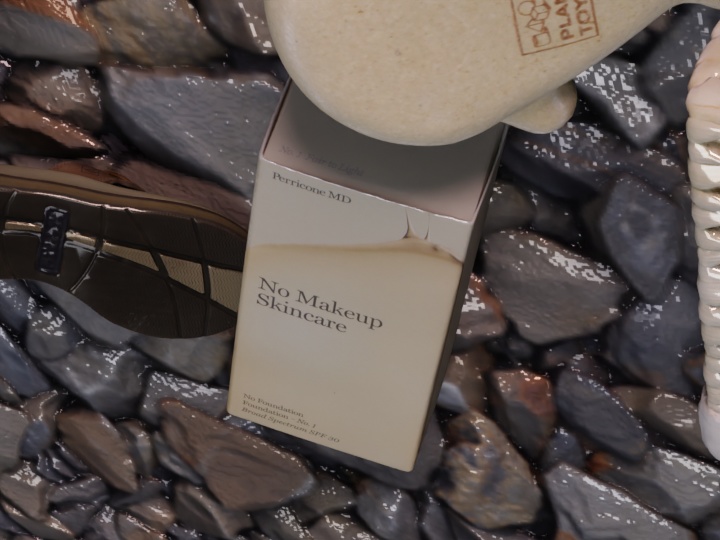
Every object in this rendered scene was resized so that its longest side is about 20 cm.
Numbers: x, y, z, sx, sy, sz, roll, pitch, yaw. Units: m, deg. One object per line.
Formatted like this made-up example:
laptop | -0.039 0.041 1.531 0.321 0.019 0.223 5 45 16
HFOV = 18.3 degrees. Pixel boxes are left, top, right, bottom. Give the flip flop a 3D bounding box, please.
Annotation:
flip flop | -0.140 -0.022 1.115 0.198 0.058 0.082 13 126 -11

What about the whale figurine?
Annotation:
whale figurine | 0.060 -0.128 0.867 0.198 0.104 0.160 -12 132 8

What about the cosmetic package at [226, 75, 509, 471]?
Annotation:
cosmetic package | 0.000 0.000 1.049 0.103 0.073 0.201 17 143 6

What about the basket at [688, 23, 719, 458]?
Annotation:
basket | 0.220 -0.043 0.727 0.198 0.199 0.162 7 136 25
